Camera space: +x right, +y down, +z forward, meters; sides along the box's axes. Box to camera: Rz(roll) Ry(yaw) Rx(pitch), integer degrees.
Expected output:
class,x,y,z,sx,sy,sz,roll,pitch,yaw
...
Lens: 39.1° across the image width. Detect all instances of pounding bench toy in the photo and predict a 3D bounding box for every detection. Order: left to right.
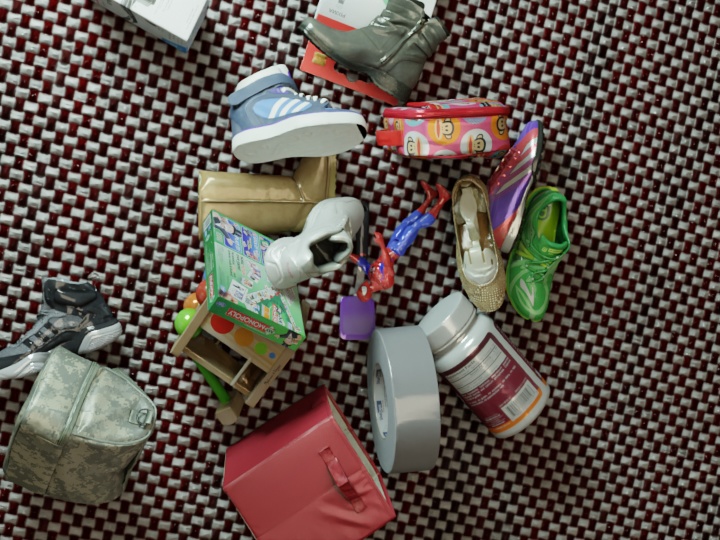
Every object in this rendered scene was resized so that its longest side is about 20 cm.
class,x,y,z,sx,sy,sz,roll,pitch,yaw
pounding bench toy,-0.191,0.103,1.413,0.155,0.125,0.201,34,110,-10

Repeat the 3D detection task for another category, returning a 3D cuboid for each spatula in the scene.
class,x,y,z,sx,sy,sz,roll,pitch,yaw
spatula,0.000,0.000,1.495,0.055,0.021,0.205,3,93,-16

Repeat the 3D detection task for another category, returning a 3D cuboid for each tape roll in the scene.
class,x,y,z,sx,sy,sz,roll,pitch,yaw
tape roll,0.058,0.182,1.430,0.065,0.200,0.205,-4,96,-9

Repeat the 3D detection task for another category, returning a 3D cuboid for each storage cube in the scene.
class,x,y,z,sx,sy,sz,roll,pitch,yaw
storage cube,-0.075,0.295,1.420,0.178,0.200,0.173,-32,100,0

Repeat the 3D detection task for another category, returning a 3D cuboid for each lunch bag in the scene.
class,x,y,z,sx,sy,sz,roll,pitch,yaw
lunch bag,-0.370,0.220,1.356,0.165,0.141,0.201,25,135,-10
lunch bag,0.105,-0.194,1.409,0.172,0.200,0.084,-6,101,-10

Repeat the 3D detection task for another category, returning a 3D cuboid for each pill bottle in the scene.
class,x,y,z,sx,sy,sz,roll,pitch,yaw
pill bottle,0.177,0.138,1.493,0.114,0.114,0.200,-43,100,-4

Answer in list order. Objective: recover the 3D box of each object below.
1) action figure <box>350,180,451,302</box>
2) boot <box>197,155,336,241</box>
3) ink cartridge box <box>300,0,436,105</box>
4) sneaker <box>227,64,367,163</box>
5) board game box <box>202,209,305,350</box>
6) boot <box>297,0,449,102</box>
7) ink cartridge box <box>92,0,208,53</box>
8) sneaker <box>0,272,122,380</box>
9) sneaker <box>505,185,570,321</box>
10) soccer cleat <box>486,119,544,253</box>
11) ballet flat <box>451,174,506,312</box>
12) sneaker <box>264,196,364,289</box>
class,x,y,z,sx,sy,sz,roll,pitch,yaw
action figure,0.038,-0.053,1.460,0.098,0.065,0.202,36,80,-27
boot,-0.132,-0.130,1.438,0.195,0.066,0.179,0,95,-9
ink cartridge box,0.016,-0.361,1.455,0.158,0.050,0.204,18,89,-11
sneaker,-0.088,-0.234,1.399,0.196,0.081,0.149,-8,61,14
board game box,-0.144,0.009,1.351,0.133,0.201,0.029,28,116,-27
boot,0.019,-0.338,1.423,0.197,0.068,0.132,26,101,-21
ink cartridge box,-0.307,-0.376,1.358,0.197,0.116,0.069,28,88,-11
sneaker,-0.437,0.073,1.396,0.197,0.075,0.116,-20,98,-14
sneaker,0.265,-0.025,1.511,0.072,0.084,0.205,7,94,-11
soccer cleat,0.220,-0.131,1.506,0.072,0.068,0.204,16,91,1
ballet flat,0.163,-0.042,1.455,0.069,0.065,0.204,-15,78,14
sneaker,-0.038,-0.038,1.368,0.200,0.098,0.079,-46,123,-43
